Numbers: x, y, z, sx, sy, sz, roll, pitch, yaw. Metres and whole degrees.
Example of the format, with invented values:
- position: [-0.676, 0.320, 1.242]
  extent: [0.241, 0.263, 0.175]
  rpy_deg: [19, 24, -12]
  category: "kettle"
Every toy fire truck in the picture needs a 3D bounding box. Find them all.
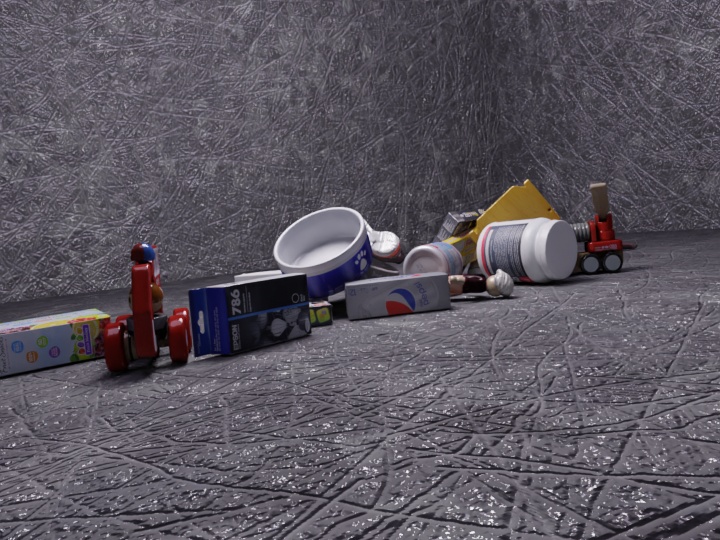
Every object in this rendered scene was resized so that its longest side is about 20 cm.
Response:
- position: [0.531, -0.096, 1.316]
  extent: [0.169, 0.208, 0.129]
  rpy_deg: [-4, 4, 11]
  category: "toy fire truck"
- position: [-0.316, 0.047, 0.818]
  extent: [0.108, 0.175, 0.199]
  rpy_deg: [-7, 4, -14]
  category: "toy fire truck"

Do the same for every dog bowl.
- position: [0.000, 0.000, 1.250]
  extent: [0.194, 0.061, 0.200]
  rpy_deg: [20, 8, -3]
  category: "dog bowl"
- position: [-0.074, -0.039, 1.128]
  extent: [0.193, 0.080, 0.203]
  rpy_deg: [-14, 36, 10]
  category: "dog bowl"

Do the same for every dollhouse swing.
- position: [0.403, -0.109, 1.459]
  extent: [0.199, 0.183, 0.176]
  rpy_deg: [-42, 1, 11]
  category: "dollhouse swing"

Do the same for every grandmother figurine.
- position: [0.210, 0.030, 1.113]
  extent: [0.193, 0.063, 0.121]
  rpy_deg: [-1, 4, 23]
  category: "grandmother figurine"

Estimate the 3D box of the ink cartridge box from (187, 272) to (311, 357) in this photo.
- position: [-0.163, 0.066, 0.846]
  extent: [0.196, 0.104, 0.038]
  rpy_deg: [-11, 8, -42]
  category: "ink cartridge box"

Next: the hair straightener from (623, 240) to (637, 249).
- position: [0.846, -0.086, 1.851]
  extent: [0.193, 0.043, 0.077]
  rpy_deg: [-8, 5, -22]
  category: "hair straightener"

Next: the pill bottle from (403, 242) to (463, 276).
- position: [0.177, -0.008, 1.285]
  extent: [0.105, 0.113, 0.199]
  rpy_deg: [-4, 4, 24]
  category: "pill bottle"

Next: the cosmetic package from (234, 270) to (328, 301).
- position: [-0.183, 0.042, 1.286]
  extent: [0.193, 0.088, 0.107]
  rpy_deg: [-5, 3, 17]
  category: "cosmetic package"

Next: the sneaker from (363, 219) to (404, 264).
- position: [0.026, -0.057, 1.312]
  extent: [0.198, 0.078, 0.082]
  rpy_deg: [29, -14, 45]
  category: "sneaker"

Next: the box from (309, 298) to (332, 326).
- position: [-0.155, 0.086, 1.013]
  extent: [0.192, 0.036, 0.110]
  rpy_deg: [-7, 4, -13]
  category: "box"

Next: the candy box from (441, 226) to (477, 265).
- position: [0.245, -0.043, 1.457]
  extent: [0.195, 0.105, 0.026]
  rpy_deg: [-24, 44, -25]
  category: "candy box"

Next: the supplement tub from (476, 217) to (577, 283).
- position: [0.377, -0.045, 1.267]
  extent: [0.137, 0.146, 0.197]
  rpy_deg: [-8, 5, -34]
  category: "supplement tub"

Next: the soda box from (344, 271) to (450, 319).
- position: [0.068, 0.046, 1.034]
  extent: [0.192, 0.066, 0.068]
  rpy_deg: [-6, 4, -4]
  category: "soda box"

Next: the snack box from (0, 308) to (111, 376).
- position: [-0.524, 0.116, 0.910]
  extent: [0.194, 0.071, 0.167]
  rpy_deg: [-7, 5, -33]
  category: "snack box"

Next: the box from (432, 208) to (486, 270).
- position: [0.262, -0.069, 1.519]
  extent: [0.158, 0.204, 0.049]
  rpy_deg: [-13, 47, -42]
  category: "box"

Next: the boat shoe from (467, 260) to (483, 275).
- position: [0.340, -0.025, 1.577]
  extent: [0.071, 0.068, 0.200]
  rpy_deg: [-4, 5, 12]
  category: "boat shoe"
